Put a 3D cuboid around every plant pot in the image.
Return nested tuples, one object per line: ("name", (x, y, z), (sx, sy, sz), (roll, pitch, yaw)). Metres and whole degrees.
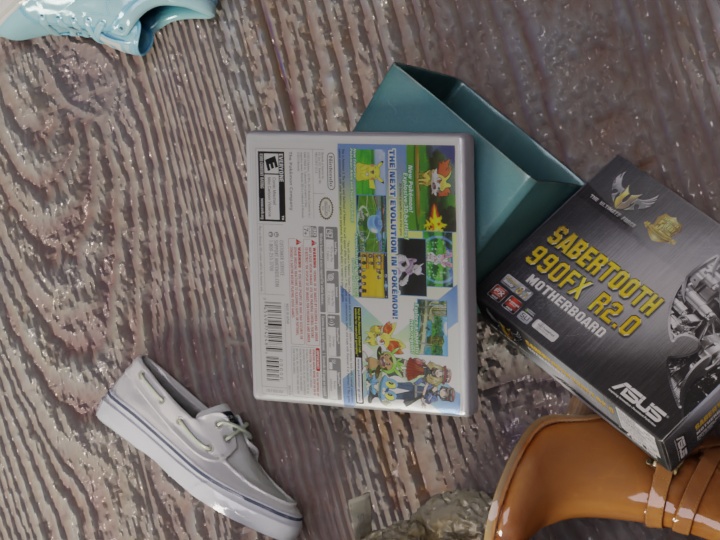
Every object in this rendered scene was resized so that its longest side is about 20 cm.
("plant pot", (0.042, -0.029, 1.617), (0.141, 0.141, 0.200), (41, 105, 18))

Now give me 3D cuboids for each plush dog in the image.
("plush dog", (0.060, 0.257, 1.537), (0.171, 0.160, 0.201), (18, 86, 42))

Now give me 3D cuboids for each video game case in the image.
("video game case", (0.000, 0.000, 1.558), (0.181, 0.022, 0.202), (3, 98, 29))

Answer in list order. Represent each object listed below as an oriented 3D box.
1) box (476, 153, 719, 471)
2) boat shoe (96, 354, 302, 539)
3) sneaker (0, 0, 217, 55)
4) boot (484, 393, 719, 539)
("box", (0.204, 0.027, 1.551), (0.158, 0.048, 0.200), (-42, 54, -11))
("boat shoe", (-0.119, 0.134, 1.673), (0.199, 0.073, 0.067), (32, 95, 19))
("sneaker", (-0.209, -0.210, 1.751), (0.199, 0.074, 0.083), (-17, 75, 15))
("boot", (0.189, 0.162, 1.530), (0.155, 0.200, 0.077), (29, 127, 21))
